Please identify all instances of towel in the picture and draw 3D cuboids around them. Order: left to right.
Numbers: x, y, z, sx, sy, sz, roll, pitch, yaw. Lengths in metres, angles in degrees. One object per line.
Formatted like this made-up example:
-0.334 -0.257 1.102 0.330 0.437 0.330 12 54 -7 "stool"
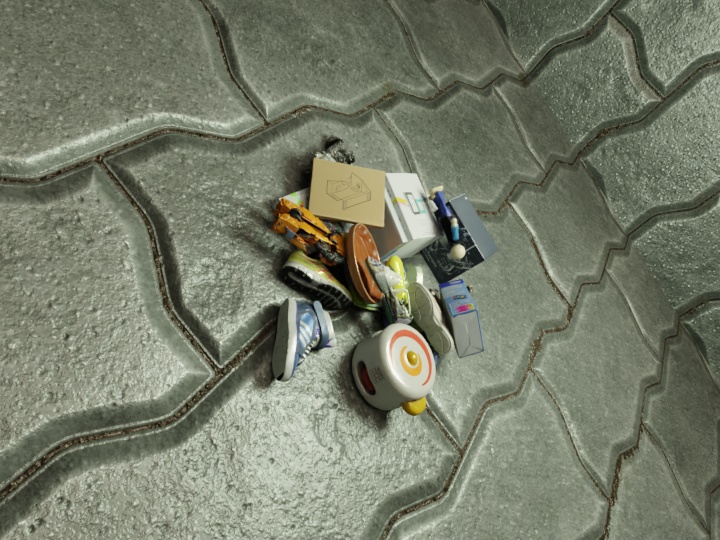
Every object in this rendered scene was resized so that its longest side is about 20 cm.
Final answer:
0.000 0.000 1.453 0.143 0.023 0.203 19 55 -57 "towel"

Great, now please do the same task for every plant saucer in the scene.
0.008 -0.015 1.390 0.200 0.032 0.204 -14 90 -71 "plant saucer"

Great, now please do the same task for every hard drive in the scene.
0.042 -0.138 1.529 0.026 0.131 0.203 -7 71 -45 "hard drive"

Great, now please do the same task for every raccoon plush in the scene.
-0.104 -0.313 1.556 0.132 0.098 0.201 8 30 -31 "raccoon plush"

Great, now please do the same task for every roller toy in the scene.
0.083 0.229 1.337 0.181 0.139 0.202 34 46 -23 "roller toy"

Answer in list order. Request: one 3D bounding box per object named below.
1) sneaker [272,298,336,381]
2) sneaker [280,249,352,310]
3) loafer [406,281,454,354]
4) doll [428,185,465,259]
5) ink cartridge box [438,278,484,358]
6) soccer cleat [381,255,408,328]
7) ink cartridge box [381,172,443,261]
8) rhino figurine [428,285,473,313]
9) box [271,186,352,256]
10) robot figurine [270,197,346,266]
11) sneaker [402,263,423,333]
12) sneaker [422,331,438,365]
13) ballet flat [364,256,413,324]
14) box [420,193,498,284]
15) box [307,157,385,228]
-0.110 0.162 1.236 0.145 0.081 0.202 22 46 -27 "sneaker"
-0.094 0.018 1.347 0.199 0.078 0.091 37 38 -24 "sneaker"
0.183 0.123 1.466 0.202 0.071 0.063 63 23 12 "loafer"
0.244 -0.127 1.559 0.137 0.048 0.203 74 -3 -75 "doll"
0.268 0.118 1.529 0.201 0.075 0.138 -103 178 -63 "ink cartridge box"
0.100 0.062 1.459 0.064 0.083 0.204 9 81 -39 "soccer cleat"
0.105 -0.151 1.587 0.145 0.146 0.203 -9 72 -47 "ink cartridge box"
0.261 0.087 1.655 0.198 0.059 0.089 5 74 -39 "rhino figurine"
-0.114 -0.135 1.447 0.199 0.041 0.157 -30 87 -48 "box"
-0.115 -0.085 1.328 0.199 0.058 0.146 34 28 -23 "robot figurine"
0.122 0.071 1.537 0.089 0.067 0.203 14 59 -22 "sneaker"
0.202 0.194 1.525 0.078 0.075 0.202 38 46 -24 "sneaker"
0.077 0.046 1.371 0.072 0.071 0.202 -45 116 -48 "ballet flat"
0.276 -0.092 1.688 0.104 0.181 0.202 -28 85 -49 "box"
-0.033 -0.199 1.445 0.197 0.021 0.166 9 68 -13 "box"
